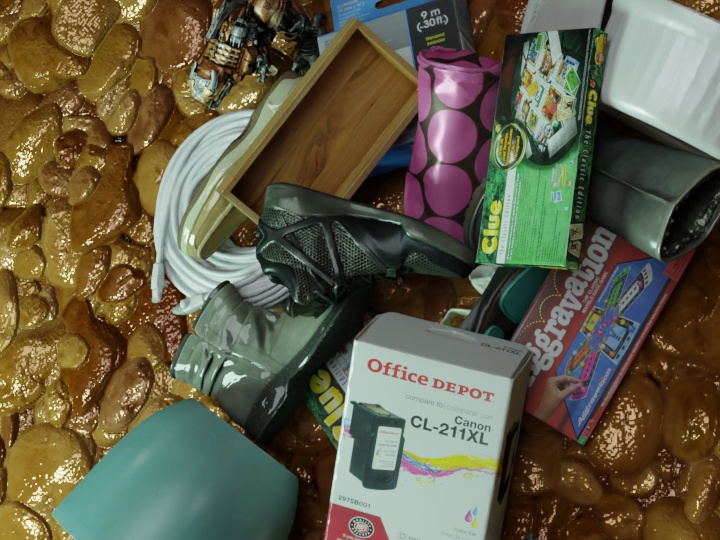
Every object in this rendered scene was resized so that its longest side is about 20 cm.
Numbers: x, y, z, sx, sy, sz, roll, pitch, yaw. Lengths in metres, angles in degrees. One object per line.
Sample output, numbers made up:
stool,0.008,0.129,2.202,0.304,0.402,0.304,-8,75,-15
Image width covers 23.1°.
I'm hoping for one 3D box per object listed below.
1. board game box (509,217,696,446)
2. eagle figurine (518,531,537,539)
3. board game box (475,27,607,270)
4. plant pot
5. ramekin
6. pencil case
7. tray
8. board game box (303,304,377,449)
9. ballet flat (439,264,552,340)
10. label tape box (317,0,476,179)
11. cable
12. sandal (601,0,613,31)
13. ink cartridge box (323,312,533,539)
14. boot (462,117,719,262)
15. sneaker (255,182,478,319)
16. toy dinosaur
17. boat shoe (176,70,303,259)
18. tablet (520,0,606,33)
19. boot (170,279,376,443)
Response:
board game box,0.203,0.042,1.557,0.102,0.019,0.201,30,88,1
eagle figurine,0.157,0.343,1.475,0.152,0.151,0.200,43,58,-12
board game box,0.153,-0.102,1.490,0.104,0.023,0.202,4,85,45
plant pot,-0.151,0.215,1.590,0.200,0.201,0.161,33,81,26
ramekin,0.288,-0.154,1.505,0.200,0.200,0.098,29,96,26
pencil case,0.078,-0.104,1.589,0.094,0.090,0.201,-123,37,-59
tray,-0.032,-0.120,1.607,0.098,0.037,0.200,39,88,-16
board game box,0.001,0.107,1.637,0.105,0.023,0.200,-41,64,10
ballet flat,0.114,0.036,1.584,0.068,0.068,0.200,31,78,35
label tape box,0.036,-0.204,1.693,0.143,0.063,0.202,-16,71,17
cable,-0.106,-0.055,1.709,0.198,0.069,0.202,-8,72,20
sandal,0.191,-0.195,1.629,0.079,0.057,0.202,19,84,26
ink cartridge box,0.057,0.154,1.518,0.145,0.083,0.202,13,109,15
boot,0.200,-0.051,1.508,0.182,0.072,0.200,-54,48,3
sneaker,0.000,0.000,1.542,0.198,0.076,0.115,13,81,7
toy dinosaur,-0.093,-0.244,1.717,0.200,0.136,0.102,-43,63,7
boat shoe,-0.092,-0.087,1.640,0.076,0.072,0.201,34,91,10
tablet,0.186,-0.250,1.597,0.130,0.014,0.201,-32,35,50
boot,-0.085,0.048,1.622,0.130,0.068,0.201,38,96,18
